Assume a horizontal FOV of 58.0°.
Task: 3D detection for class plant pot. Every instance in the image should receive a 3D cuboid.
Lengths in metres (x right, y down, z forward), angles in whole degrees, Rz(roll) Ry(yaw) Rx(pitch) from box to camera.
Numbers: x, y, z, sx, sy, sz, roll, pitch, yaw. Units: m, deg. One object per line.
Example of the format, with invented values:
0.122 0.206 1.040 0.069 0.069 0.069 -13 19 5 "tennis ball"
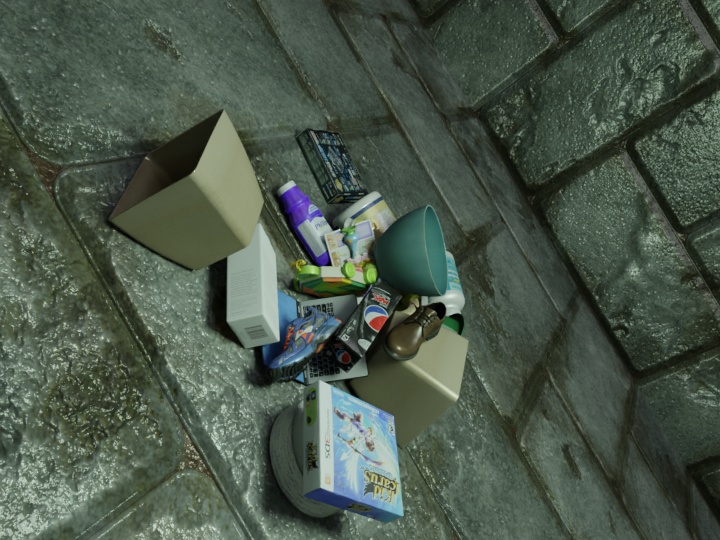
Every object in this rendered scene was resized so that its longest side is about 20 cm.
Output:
0.110 -0.033 1.467 0.200 0.132 0.205 -10 90 -70 "plant pot"
0.093 0.212 1.386 0.176 0.201 0.201 37 33 -7 "plant pot"
-0.282 -0.123 1.145 0.178 0.197 0.202 51 29 -32 "plant pot"

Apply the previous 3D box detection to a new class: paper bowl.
-0.058 0.320 1.152 0.199 0.104 0.204 35 38 -33 "paper bowl"

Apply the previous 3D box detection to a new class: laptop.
-0.092 0.112 1.275 0.117 0.195 0.191 89 -7 -57 "laptop"

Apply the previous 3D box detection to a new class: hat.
0.141 0.128 1.569 0.174 0.200 0.167 33 39 -14 "hat"

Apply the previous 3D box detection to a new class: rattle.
0.059 0.135 1.569 0.129 0.145 0.200 29 44 14 "rattle"

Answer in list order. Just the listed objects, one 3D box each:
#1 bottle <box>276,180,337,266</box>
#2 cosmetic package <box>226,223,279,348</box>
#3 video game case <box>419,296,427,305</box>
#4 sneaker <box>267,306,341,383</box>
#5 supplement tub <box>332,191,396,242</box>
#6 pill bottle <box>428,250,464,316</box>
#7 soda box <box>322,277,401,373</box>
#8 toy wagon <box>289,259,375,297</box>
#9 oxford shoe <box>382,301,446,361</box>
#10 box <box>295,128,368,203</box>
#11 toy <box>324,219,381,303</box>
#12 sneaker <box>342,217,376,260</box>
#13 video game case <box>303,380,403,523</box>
-0.118 -0.109 1.487 0.202 0.065 0.083 57 27 -2 "bottle"
-0.199 0.027 1.200 0.102 0.070 0.203 72 9 -54 "cosmetic package"
0.144 0.009 1.659 0.200 0.018 0.147 -122 -149 -80 "video game case"
-0.115 0.135 1.196 0.078 0.076 0.200 37 35 9 "sneaker"
0.036 -0.076 1.611 0.202 0.143 0.144 57 30 -2 "supplement tub"
0.228 0.053 1.815 0.110 0.110 0.204 25 43 -43 "pill bottle"
0.007 0.105 1.291 0.063 0.071 0.201 38 44 -1 "soda box"
-0.070 0.020 1.354 0.198 0.153 0.041 17 65 -49 "toy wagon"
0.109 0.110 1.289 0.072 0.085 0.199 36 37 15 "oxford shoe"
-0.072 -0.277 1.729 0.158 0.046 0.203 -12 74 -59 "box"
0.000 0.000 1.458 0.047 0.113 0.204 -157 -130 -72 "toy"
0.009 -0.022 1.515 0.078 0.088 0.205 -64 151 -74 "sneaker"
-0.012 0.304 1.088 0.199 0.045 0.184 33 40 -37 "video game case"
